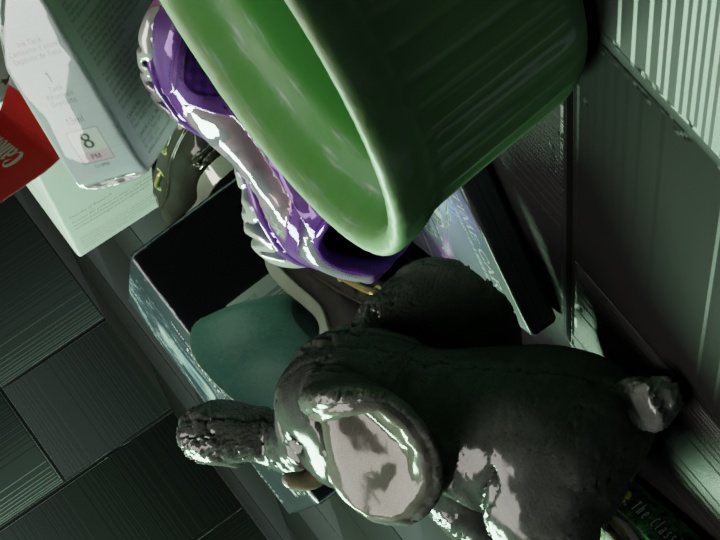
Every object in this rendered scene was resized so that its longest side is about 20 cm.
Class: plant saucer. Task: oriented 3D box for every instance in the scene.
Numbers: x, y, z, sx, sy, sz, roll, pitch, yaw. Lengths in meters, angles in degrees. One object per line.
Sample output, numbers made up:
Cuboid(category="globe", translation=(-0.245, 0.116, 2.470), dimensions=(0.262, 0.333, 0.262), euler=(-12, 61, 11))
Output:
Cuboid(category="plant saucer", translation=(0.003, 0.057, 1.180), dimensions=(0.201, 0.039, 0.201), euler=(21, -162, -7))

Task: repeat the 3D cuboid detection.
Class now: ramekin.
Cuboid(category="ramekin", translation=(-0.007, -0.114, 0.755), dimensions=(0.200, 0.098, 0.200), euler=(53, 169, 14))

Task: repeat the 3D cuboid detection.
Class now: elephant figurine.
Cuboid(category="elephant figurine", translation=(0.022, 0.068, 0.955), dimensions=(0.200, 0.155, 0.142), euler=(27, -174, 3))

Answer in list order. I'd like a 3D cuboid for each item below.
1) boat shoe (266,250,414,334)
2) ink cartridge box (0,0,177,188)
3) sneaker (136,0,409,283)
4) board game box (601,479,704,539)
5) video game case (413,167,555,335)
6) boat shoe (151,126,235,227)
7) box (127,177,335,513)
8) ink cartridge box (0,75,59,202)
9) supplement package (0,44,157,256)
Cuboid(category="boat shoe", translation=(0.000, 0.000, 1.146), dimensions=(0.201, 0.072, 0.061), euler=(-125, 50, -61))
Cuboid(category="ink cartridge box", translation=(-0.136, -0.166, 1.017), dimensions=(0.200, 0.057, 0.163), euler=(59, -146, -26))
Cuboid(category="sneaker", translation=(-0.031, -0.064, 0.999), dimensions=(0.088, 0.080, 0.200), euler=(34, 163, 45))
Cuboid(category="board game box", translation=(0.161, 0.157, 1.041), dimensions=(0.200, 0.023, 0.105), euler=(42, 161, 52))
Cuboid(category="video game case", translation=(0.016, -0.062, 1.029), dimensions=(0.200, 0.019, 0.143), euler=(39, 161, 54))
Cuboid(category="boat shoe", translation=(-0.106, -0.071, 1.397), dimensions=(0.061, 0.072, 0.201), euler=(54, 161, 3))
Cuboid(category="box", translation=(-0.051, 0.049, 1.379), dimensions=(0.197, 0.117, 0.200), euler=(53, 170, 3))
Cuboid(category="ink cartridge box", translation=(-0.177, -0.114, 1.222), dimensions=(0.050, 0.200, 0.161), euler=(60, 168, -23))
Cuboid(category="supplement package", translation=(-0.215, -0.131, 1.550), dimensions=(0.121, 0.120, 0.200), euler=(50, 168, 32))
